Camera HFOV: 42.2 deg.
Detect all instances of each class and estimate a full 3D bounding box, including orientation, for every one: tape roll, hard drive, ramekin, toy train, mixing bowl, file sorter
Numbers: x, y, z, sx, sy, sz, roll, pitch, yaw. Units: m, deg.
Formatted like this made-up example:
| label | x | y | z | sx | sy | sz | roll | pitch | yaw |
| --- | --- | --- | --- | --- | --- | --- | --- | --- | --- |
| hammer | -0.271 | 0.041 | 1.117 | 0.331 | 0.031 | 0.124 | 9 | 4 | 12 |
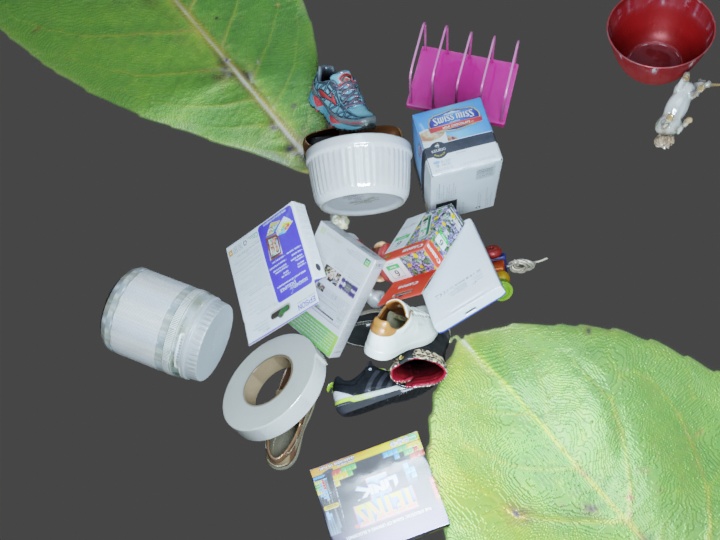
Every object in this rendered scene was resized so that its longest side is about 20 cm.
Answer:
| label | x | y | z | sx | sy | sz | roll | pitch | yaw |
| --- | --- | --- | --- | --- | --- | --- | --- | --- | --- |
| tape roll | -0.149 | 0.200 | 1.614 | 0.202 | 0.037 | 0.203 | -26 | 37 | 21 |
| hard drive | 0.164 | 0.006 | 1.614 | 0.132 | 0.025 | 0.200 | -32 | 36 | 13 |
| ramekin | 0.000 | -0.170 | 1.717 | 0.199 | 0.200 | 0.106 | -4 | 79 | 3 |
| toy train | 0.249 | 0.014 | 1.661 | 0.199 | 0.085 | 0.116 | -10 | 25 | 1 |
| mixing bowl | 0.574 | -0.433 | 1.802 | 0.199 | 0.109 | 0.201 | -4 | 60 | 8 |
| file sorter | 0.200 | -0.387 | 1.811 | 0.199 | 0.126 | 0.140 | 13 | 72 | 8 |

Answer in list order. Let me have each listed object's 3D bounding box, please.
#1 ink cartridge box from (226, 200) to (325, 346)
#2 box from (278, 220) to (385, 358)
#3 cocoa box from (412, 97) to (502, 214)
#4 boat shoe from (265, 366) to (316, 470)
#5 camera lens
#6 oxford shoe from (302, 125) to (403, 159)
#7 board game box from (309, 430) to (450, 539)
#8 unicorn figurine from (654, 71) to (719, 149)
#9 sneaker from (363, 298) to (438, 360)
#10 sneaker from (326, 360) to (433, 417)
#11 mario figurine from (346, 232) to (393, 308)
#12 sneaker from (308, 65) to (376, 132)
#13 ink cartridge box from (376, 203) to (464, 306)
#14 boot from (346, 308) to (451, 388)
| label | x | y | z | sx | sy | sz | roll | pitch | yaw |
| --- | --- | --- | --- | --- | --- | --- | --- | --- | --- |
| ink cartridge box | -0.151 | 0.009 | 1.682 | 0.198 | 0.043 | 0.201 | -31 | 65 | 36 |
| box | -0.054 | 0.033 | 1.654 | 0.144 | 0.036 | 0.201 | 37 | 109 | 31 |
| cocoa box | 0.172 | -0.200 | 1.707 | 0.133 | 0.200 | 0.132 | -14 | 70 | -1 |
| boat shoe | -0.123 | 0.247 | 1.638 | 0.075 | 0.072 | 0.201 | 6 | 71 | 6 |
| camera lens | -0.348 | 0.095 | 1.661 | 0.199 | 0.160 | 0.161 | 20 | 73 | 11 |
| oxford shoe | -0.014 | -0.251 | 1.809 | 0.199 | 0.071 | 0.072 | -11 | 68 | -2 |
| board game box | 0.033 | 0.386 | 1.586 | 0.199 | 0.057 | 0.166 | -20 | 69 | -3 |
| unicorn figurine | 0.612 | -0.318 | 1.769 | 0.074 | 0.137 | 0.200 | 43 | 93 | 6 |
| sneaker | 0.082 | 0.082 | 1.564 | 0.072 | 0.200 | 0.085 | 22 | 116 | 26 |
| sneaker | 0.038 | 0.193 | 1.646 | 0.199 | 0.072 | 0.083 | -16 | 69 | -2 |
| mario figurine | 0.000 | 0.000 | 1.730 | 0.199 | 0.106 | 0.124 | 1 | 106 | 15 |
| sneaker | -0.037 | -0.333 | 1.786 | 0.079 | 0.096 | 0.200 | -15 | 39 | -33 |
| ink cartridge box | 0.094 | -0.028 | 1.619 | 0.050 | 0.109 | 0.200 | 53 | 45 | -20 |
| boot | 0.062 | 0.136 | 1.626 | 0.199 | 0.074 | 0.151 | 5 | 28 | 0 |
